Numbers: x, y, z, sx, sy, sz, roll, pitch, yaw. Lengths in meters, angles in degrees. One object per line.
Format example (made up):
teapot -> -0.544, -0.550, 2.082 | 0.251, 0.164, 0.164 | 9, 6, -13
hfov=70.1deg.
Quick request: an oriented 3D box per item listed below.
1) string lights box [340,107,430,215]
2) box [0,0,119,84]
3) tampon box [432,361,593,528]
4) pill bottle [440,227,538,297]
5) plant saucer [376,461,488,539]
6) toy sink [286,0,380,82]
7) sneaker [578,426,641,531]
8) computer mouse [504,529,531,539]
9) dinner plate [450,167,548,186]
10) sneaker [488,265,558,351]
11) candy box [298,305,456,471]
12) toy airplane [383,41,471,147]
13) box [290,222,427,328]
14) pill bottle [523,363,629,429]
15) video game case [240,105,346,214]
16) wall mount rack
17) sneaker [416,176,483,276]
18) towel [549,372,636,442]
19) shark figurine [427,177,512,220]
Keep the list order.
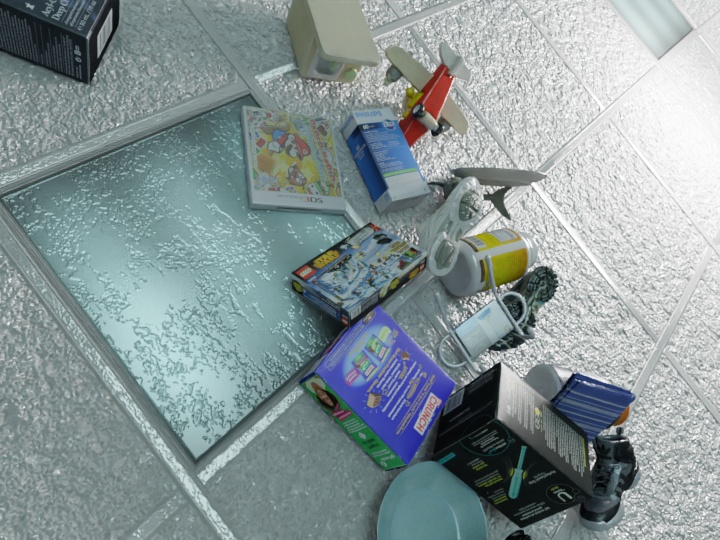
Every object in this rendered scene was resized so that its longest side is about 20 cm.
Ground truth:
string lights box -> 0.049, -0.221, 1.021 | 0.102, 0.059, 0.202 | -16, 76, -33
box -> -0.496, -0.412, 0.790 | 0.197, 0.107, 0.151 | 17, 62, -19
tampon box -> 0.243, 0.281, 0.826 | 0.199, 0.150, 0.127 | 40, 35, -7
pill bottle -> 0.257, -0.021, 1.011 | 0.198, 0.109, 0.111 | -14, 75, -31
plant saucer -> 0.105, 0.401, 0.785 | 0.198, 0.039, 0.204 | 11, 64, -23
toy sink -> -0.060, -0.461, 1.040 | 0.129, 0.112, 0.203 | -5, 66, -29
sneaker -> 0.446, 0.371, 0.940 | 0.199, 0.075, 0.115 | -27, 105, -39
computer mouse -> 0.182, 0.476, 0.740 | 0.138, 0.052, 0.203 | -16, 118, -47
dinner plate -> 0.285, -0.192, 1.067 | 0.197, 0.199, 0.025 | 1, 95, -27
sneaker -> 0.310, 0.081, 1.018 | 0.078, 0.086, 0.200 | 44, 79, -2
candy box -> 0.031, 0.182, 0.821 | 0.200, 0.077, 0.169 | 45, 54, -2
toy airplane -> 0.141, -0.375, 1.088 | 0.197, 0.140, 0.203 | -19, 104, -29
box -> 0.000, 0.000, 0.866 | 0.136, 0.040, 0.199 | 31, 49, 32
pill bottle -> 0.415, 0.246, 0.977 | 0.197, 0.106, 0.108 | 15, 62, -21
video game case -> -0.123, -0.202, 0.944 | 0.179, 0.023, 0.203 | 1, 68, -28
wall mount rack -> 0.217, 0.082, 0.922 | 0.199, 0.075, 0.175 | -34, 91, -11
sneaker -> 0.151, -0.090, 0.946 | 0.078, 0.099, 0.201 | 40, 76, -33
towel -> 0.368, 0.264, 0.902 | 0.143, 0.201, 0.024 | 18, 32, -19
shark figurine -> 0.222, -0.141, 1.083 | 0.213, 0.127, 0.091 | 3, 91, -45
